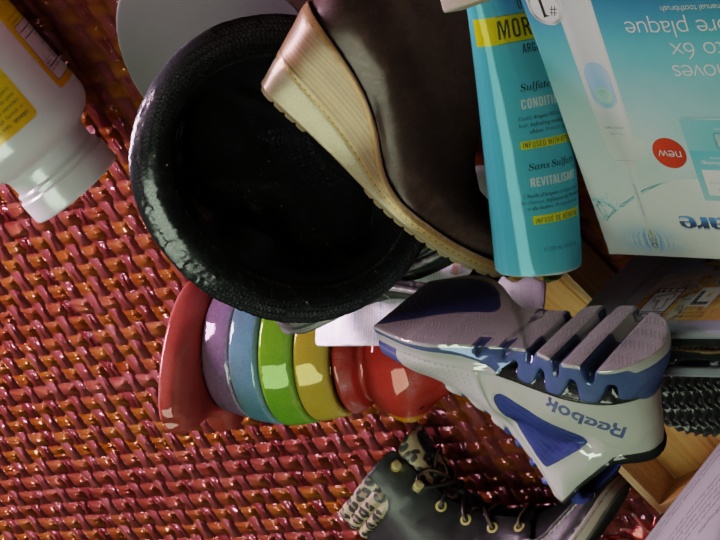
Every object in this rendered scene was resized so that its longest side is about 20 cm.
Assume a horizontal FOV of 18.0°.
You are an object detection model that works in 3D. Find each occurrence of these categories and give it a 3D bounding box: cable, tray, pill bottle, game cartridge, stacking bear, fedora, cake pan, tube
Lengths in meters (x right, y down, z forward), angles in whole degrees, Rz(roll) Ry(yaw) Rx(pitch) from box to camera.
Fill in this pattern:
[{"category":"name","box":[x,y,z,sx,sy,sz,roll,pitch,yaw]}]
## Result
[{"category":"cable","box":[0.000,0.000,1.452,0.050,0.097,0.200,38,163,-36]},{"category":"tray","box":[0.168,0.067,1.496,0.200,0.037,0.099,46,140,-9]},{"category":"pill bottle","box":[-0.262,-0.130,1.572,0.200,0.104,0.104,50,139,-14]},{"category":"game cartridge","box":[0.222,0.012,1.321,0.200,0.133,0.042,-2,127,49]},{"category":"stacking bear","box":[-0.024,0.060,1.580,0.200,0.121,0.114,1,88,22]},{"category":"fedora","box":[-0.052,-0.066,1.411,0.201,0.201,0.092,53,172,-18]},{"category":"cake pan","box":[-0.077,-0.141,1.478,0.200,0.037,0.200,21,137,20]},{"category":"tube","box":[0.095,-0.098,1.304,0.050,0.077,0.200,10,110,50]}]

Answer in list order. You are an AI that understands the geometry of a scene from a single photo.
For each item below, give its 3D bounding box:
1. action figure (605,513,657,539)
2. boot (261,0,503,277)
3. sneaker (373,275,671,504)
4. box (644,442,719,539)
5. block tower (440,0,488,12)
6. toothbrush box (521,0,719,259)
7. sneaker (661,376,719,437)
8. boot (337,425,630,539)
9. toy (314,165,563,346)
[{"category":"action figure","box":[0.184,0.225,1.570,0.099,0.065,0.200,37,109,-9]},{"category":"boot","box":[0.060,-0.109,1.334,0.200,0.072,0.166,41,103,-11]},{"category":"sneaker","box":[0.100,0.077,1.331,0.199,0.081,0.115,12,126,42]},{"category":"box","box":[0.283,0.215,1.402,0.200,0.171,0.199,29,127,-2]},{"category":"block tower","box":[0.052,-0.241,1.207,0.054,0.058,0.200,-16,89,44]},{"category":"toothbrush box","box":[0.190,-0.107,1.274,0.146,0.085,0.200,4,131,35]},{"category":"sneaker","box":[0.243,0.044,1.379,0.200,0.093,0.070,-11,118,56]},{"category":"boot","box":[0.084,0.172,1.625,0.151,0.073,0.200,46,125,9]},{"category":"toy","box":[0.056,-0.006,1.476,0.047,0.115,0.200,10,172,-42]}]
